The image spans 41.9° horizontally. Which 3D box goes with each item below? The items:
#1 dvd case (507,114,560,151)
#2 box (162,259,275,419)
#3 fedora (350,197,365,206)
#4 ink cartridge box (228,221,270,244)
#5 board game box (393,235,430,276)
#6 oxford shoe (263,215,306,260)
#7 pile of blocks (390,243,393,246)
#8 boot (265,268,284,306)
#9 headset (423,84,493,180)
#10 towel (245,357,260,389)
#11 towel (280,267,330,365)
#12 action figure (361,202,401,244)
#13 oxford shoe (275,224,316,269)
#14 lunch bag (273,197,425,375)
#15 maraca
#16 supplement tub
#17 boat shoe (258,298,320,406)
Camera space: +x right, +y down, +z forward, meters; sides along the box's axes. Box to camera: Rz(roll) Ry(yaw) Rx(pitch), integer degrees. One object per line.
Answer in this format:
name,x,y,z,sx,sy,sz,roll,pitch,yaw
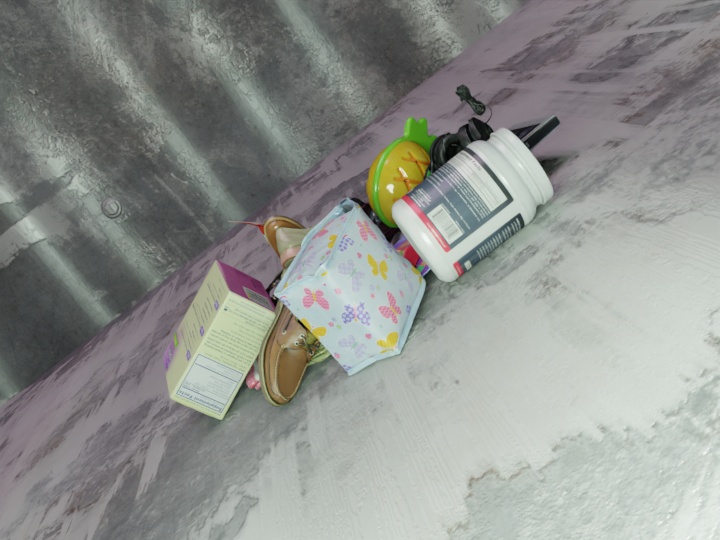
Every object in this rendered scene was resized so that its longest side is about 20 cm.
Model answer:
dvd case,0.214,-0.177,1.516,0.200,0.025,0.150,-39,12,-11
box,-0.235,0.111,1.560,0.201,0.096,0.176,-60,22,6
fedora,-0.017,-0.083,1.858,0.200,0.092,0.201,-36,13,10
ink cartridge box,-0.126,-0.052,1.746,0.160,0.199,0.048,7,88,52
board game box,0.041,-0.006,1.466,0.200,0.039,0.158,-46,23,7
oxford shoe,-0.102,-0.015,1.646,0.071,0.200,0.072,-27,36,14
pile of blocks,0.000,0.000,1.605,0.199,0.062,0.082,-33,14,18
boot,-0.159,0.069,1.762,0.200,0.073,0.151,-40,12,6
headset,0.159,-0.211,1.517,0.123,0.094,0.201,-23,30,48
towel,-0.127,0.095,1.566,0.200,0.030,0.146,-47,25,4
towel,-0.066,0.055,1.476,0.148,0.036,0.201,-27,48,25
action figure,0.093,-0.113,1.735,0.133,0.150,0.199,14,27,42
oxford shoe,-0.055,-0.048,1.608,0.199,0.074,0.071,0,-29,-41
lunch bag,-0.005,0.015,1.310,0.127,0.170,0.201,-27,24,37
maraca,0.078,-0.167,1.598,0.106,0.137,0.201,10,61,37
supplement tub,0.157,-0.093,1.333,0.200,0.141,0.140,-37,13,0
boat shoe,-0.097,0.102,1.390,0.068,0.072,0.201,-15,53,34
